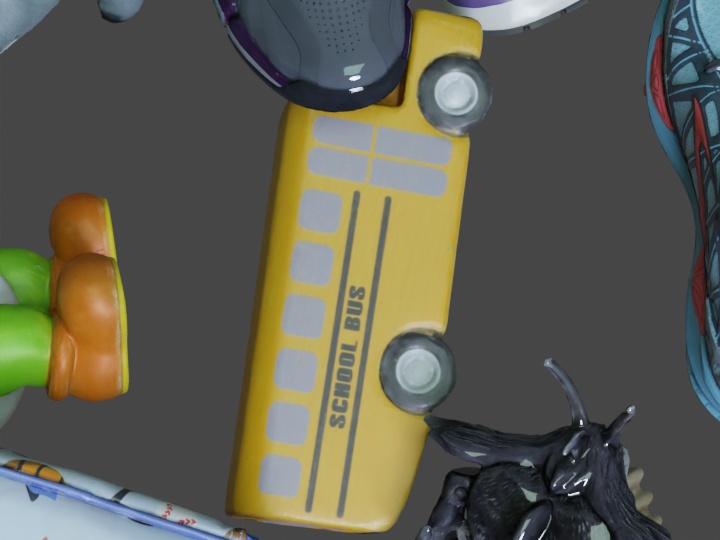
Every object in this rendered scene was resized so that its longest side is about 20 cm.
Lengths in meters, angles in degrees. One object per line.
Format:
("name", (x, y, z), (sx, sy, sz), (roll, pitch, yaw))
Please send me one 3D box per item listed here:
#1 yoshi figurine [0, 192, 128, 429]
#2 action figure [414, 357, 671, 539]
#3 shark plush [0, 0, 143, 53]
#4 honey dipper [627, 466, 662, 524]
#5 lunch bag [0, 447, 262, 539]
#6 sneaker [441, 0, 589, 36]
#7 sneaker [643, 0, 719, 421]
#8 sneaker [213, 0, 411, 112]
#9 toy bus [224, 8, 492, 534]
("yoshi figurine", (-0.188, 0.005, 0.800), (0.198, 0.113, 0.113), (-8, 68, -7))
("action figure", (0.066, 0.121, 0.799), (0.118, 0.102, 0.201), (26, 112, 20))
("shark plush", (-0.090, -0.153, 0.802), (0.200, 0.083, 0.091), (-38, 98, 28))
("honey dipper", (0.132, 0.176, 0.854), (0.038, 0.038, 0.201), (-22, 89, -10))
("lunch bag", (-0.113, 0.149, 0.742), (0.199, 0.076, 0.161), (20, 82, -4))
("sneaker", (0.115, -0.173, 0.858), (0.199, 0.076, 0.088), (-28, 123, -11))
("sneaker", (0.167, -0.038, 0.855), (0.079, 0.096, 0.202), (-7, 84, -8))
("sneaker", (-0.030, -0.158, 0.816), (0.074, 0.088, 0.201), (-13, 61, -7))
("toy bus", (0.000, 0.000, 0.842), (0.078, 0.065, 0.202), (8, 82, -5))
